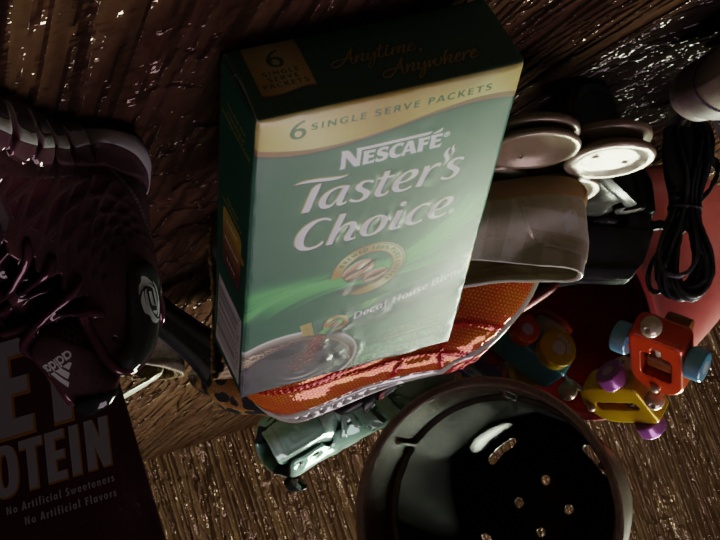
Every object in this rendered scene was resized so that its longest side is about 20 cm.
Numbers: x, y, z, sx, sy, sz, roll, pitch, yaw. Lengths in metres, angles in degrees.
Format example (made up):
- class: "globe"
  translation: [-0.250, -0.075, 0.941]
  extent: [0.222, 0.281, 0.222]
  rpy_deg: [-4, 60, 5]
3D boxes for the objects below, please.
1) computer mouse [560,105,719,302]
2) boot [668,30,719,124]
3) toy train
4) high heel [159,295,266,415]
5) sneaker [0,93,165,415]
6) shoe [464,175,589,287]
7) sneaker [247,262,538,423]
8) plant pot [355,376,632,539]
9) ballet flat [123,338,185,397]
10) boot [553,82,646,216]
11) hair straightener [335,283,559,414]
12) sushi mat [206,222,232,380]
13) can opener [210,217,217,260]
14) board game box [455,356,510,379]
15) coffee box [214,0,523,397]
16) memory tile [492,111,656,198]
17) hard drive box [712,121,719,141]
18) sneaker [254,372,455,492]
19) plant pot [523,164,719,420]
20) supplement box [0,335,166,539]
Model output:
- class: "computer mouse"
  translation: [0.156, -0.040, 0.934]
  extent: [0.199, 0.140, 0.053]
  rpy_deg: [-9, 158, 40]
- class: "boot"
  translation: [0.279, -0.133, 0.751]
  extent: [0.199, 0.071, 0.146]
  rpy_deg: [-11, 175, -38]
- class: "toy train"
  translation: [0.173, 0.050, 0.963]
  extent: [0.199, 0.151, 0.056]
  rpy_deg: [18, -122, 33]
- class: "high heel"
  translation: [-0.070, 0.088, 0.982]
  extent: [0.072, 0.142, 0.200]
  rpy_deg: [-57, 147, -1]
- class: "sneaker"
  translation: [-0.131, 0.001, 0.490]
  extent: [0.075, 0.117, 0.200]
  rpy_deg: [-23, 171, 27]
- class: "shoe"
  translation: [0.027, -0.014, 0.706]
  extent: [0.198, 0.054, 0.070]
  rpy_deg: [-5, 164, 3]
- class: "sneaker"
  translation: [0.015, 0.027, 0.759]
  extent: [0.199, 0.073, 0.077]
  rpy_deg: [-27, 139, 4]
- class: "plant pot"
  translation: [0.122, 0.189, 1.013]
  extent: [0.199, 0.202, 0.198]
  rpy_deg: [-21, 165, 17]
- class: "ballet flat"
  translation: [-0.225, 0.080, 0.981]
  extent: [0.198, 0.063, 0.067]
  rpy_deg: [-15, 171, -22]
- class: "boot"
  translation: [0.090, -0.051, 0.840]
  extent: [0.173, 0.070, 0.200]
  rpy_deg: [-13, 166, 17]
- class: "hair straightener"
  translation: [0.038, 0.032, 0.914]
  extent: [0.199, 0.077, 0.041]
  rpy_deg: [-33, -171, 10]
- class: "sushi mat"
  translation: [-0.058, 0.023, 0.874]
  extent: [0.012, 0.097, 0.200]
  rpy_deg: [-4, 176, 18]
- class: "can opener"
  translation: [0.000, 0.000, 0.812]
  extent: [0.199, 0.067, 0.052]
  rpy_deg: [13, 166, -36]
- class: "board game box"
  translation: [0.027, 0.062, 1.077]
  extent: [0.199, 0.045, 0.134]
  rpy_deg: [34, 142, -26]
- class: "coffee box"
  translation: [-0.004, -0.025, 0.592]
  extent: [0.122, 0.044, 0.201]
  rpy_deg: [-14, 145, -19]
- class: "memory tile"
  translation: [0.044, -0.055, 0.698]
  extent: [0.198, 0.017, 0.153]
  rpy_deg: [4, 162, -25]
- class: "hard drive box"
  translation: [0.385, -0.082, 0.961]
  extent: [0.198, 0.157, 0.077]
  rpy_deg: [-18, 171, -11]
- class: "sneaker"
  translation: [-0.010, 0.107, 0.998]
  extent: [0.118, 0.074, 0.200]
  rpy_deg: [-31, 172, -37]
- class: "plant pot"
  translation: [0.222, 0.002, 1.099]
  extent: [0.177, 0.202, 0.200]
  rpy_deg: [-25, 177, -36]
- class: "supplement box"
  translation: [-0.193, 0.096, 0.676]
  extent: [0.132, 0.202, 0.197]
  rpy_deg: [-16, 171, -17]
